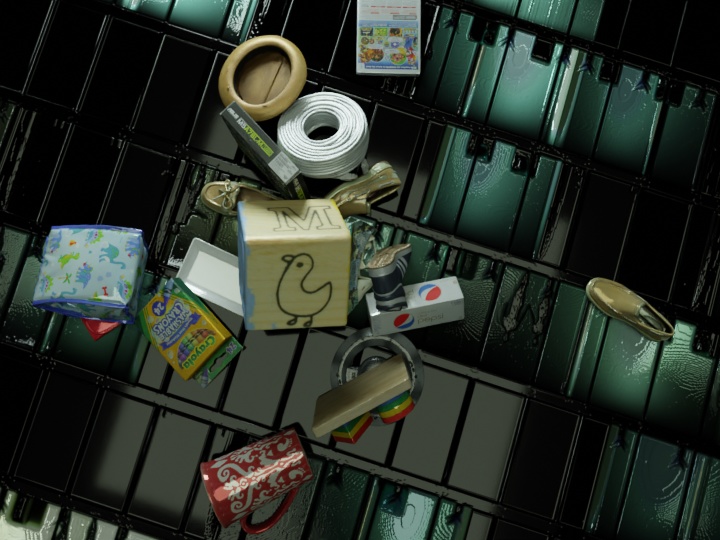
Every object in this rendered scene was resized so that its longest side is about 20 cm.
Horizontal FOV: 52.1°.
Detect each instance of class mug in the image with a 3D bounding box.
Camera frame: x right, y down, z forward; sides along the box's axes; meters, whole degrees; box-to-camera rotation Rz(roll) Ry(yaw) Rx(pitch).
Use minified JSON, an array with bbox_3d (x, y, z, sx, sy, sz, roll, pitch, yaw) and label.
[{"bbox_3d":[-0.197,0.416,1.475,0.197,0.179,0.134,-24,48,-8],"label":"mug"}]

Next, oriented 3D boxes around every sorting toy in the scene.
[{"bbox_3d":[0.013,0.257,1.407,0.197,0.199,0.071,-28,96,3],"label":"sorting toy"}]

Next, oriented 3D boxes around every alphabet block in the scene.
[{"bbox_3d":[-0.133,-0.016,1.424,0.196,0.197,0.199,-3,119,-12],"label":"alphabet block"}]

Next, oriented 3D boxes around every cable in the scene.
[{"bbox_3d":[-0.080,-0.281,1.529,0.195,0.070,0.203,-2,59,2],"label":"cable"}]

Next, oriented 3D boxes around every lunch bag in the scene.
[{"bbox_3d":[-0.540,0.004,1.475,0.195,0.128,0.173,7,67,-6],"label":"lunch bag"}]

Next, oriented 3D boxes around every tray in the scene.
[{"bbox_3d":[-0.282,0.021,1.548,0.197,0.022,0.109,25,83,1],"label":"tray"}]

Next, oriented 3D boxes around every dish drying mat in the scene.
[{"bbox_3d":[-0.576,0.042,1.540,0.076,0.018,0.202,-32,85,-6],"label":"dish drying mat"}]

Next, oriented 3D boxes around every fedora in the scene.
[{"bbox_3d":[-0.201,-0.394,1.559,0.196,0.082,0.205,-1,74,5],"label":"fedora"}]

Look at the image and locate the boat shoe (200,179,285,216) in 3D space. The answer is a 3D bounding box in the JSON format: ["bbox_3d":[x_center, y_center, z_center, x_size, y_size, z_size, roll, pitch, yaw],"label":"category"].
[{"bbox_3d":[-0.241,-0.149,1.547,0.196,0.063,0.075,10,83,0],"label":"boat shoe"}]

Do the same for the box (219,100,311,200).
[{"bbox_3d":[-0.186,-0.224,1.483,0.047,0.193,0.200,-42,79,-3],"label":"box"}]

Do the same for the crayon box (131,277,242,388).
[{"bbox_3d":[-0.354,0.131,1.508,0.126,0.052,0.200,-44,87,6],"label":"crayon box"}]

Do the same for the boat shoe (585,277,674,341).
[{"bbox_3d":[0.568,0.076,1.535,0.198,0.076,0.073,30,84,2],"label":"boat shoe"}]

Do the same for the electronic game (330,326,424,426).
[{"bbox_3d":[0.034,0.218,1.524,0.195,0.042,0.205,-1,82,7],"label":"electronic game"}]

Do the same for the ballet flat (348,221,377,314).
[{"bbox_3d":[0.000,0.000,1.530,0.073,0.074,0.205,8,88,0],"label":"ballet flat"}]

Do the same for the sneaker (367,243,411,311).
[{"bbox_3d":[0.067,0.016,1.490,0.069,0.200,0.111,-9,103,20],"label":"sneaker"}]

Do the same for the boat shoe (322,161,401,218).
[{"bbox_3d":[-0.004,-0.147,1.532,0.198,0.072,0.077,-35,67,-5],"label":"boat shoe"}]

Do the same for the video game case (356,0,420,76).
[{"bbox_3d":[0.062,-0.529,1.619,0.140,0.018,0.205,1,83,-2],"label":"video game case"}]

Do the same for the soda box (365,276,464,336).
[{"bbox_3d":[0.112,0.074,1.519,0.196,0.064,0.069,-10,43,-3],"label":"soda box"}]
